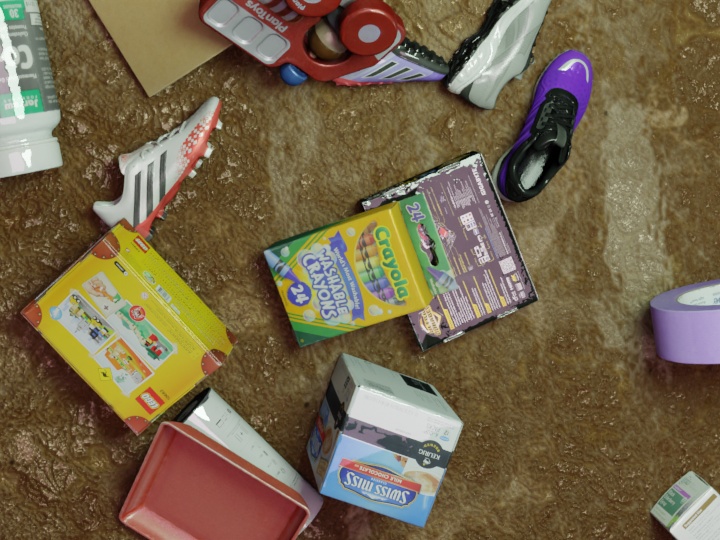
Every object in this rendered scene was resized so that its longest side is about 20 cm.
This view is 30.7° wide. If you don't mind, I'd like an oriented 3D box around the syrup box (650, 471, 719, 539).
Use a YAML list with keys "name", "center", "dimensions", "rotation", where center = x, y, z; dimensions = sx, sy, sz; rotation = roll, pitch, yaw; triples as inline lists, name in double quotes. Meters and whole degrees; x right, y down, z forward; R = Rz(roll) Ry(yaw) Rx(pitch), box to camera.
- name: "syrup box"
  center: [0.470, 0.356, 1.671]
  dimensions: [0.200, 0.079, 0.081]
  rotation: [44, 90, -9]

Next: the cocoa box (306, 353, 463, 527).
- name: "cocoa box"
  center: [0.023, 0.195, 1.538]
  dimensions: [0.133, 0.200, 0.132]
  rotation: [20, 95, -9]

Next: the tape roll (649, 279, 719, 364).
- name: "tape roll"
  center: [0.451, 0.056, 1.574]
  dimensions: [0.199, 0.200, 0.066]
  rotation: [-11, 97, -5]

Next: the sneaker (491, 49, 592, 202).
- name: "sneaker"
  center: [0.232, -0.168, 1.572]
  dimensions: [0.069, 0.100, 0.201]
  rotation: [25, 93, -11]

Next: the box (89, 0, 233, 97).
- name: "box"
  center: [-0.233, -0.324, 1.509]
  dimensions: [0.163, 0.021, 0.201]
  rotation: [-27, 101, 23]

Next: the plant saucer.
- name: "plant saucer"
  center: [-0.170, 0.279, 1.552]
  dimensions: [0.199, 0.037, 0.200]
  rotation: [31, 129, 2]

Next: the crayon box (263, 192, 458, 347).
- name: "crayon box"
  center: [0.000, 0.000, 1.555]
  dimensions: [0.199, 0.052, 0.126]
  rotation: [-18, 99, 16]

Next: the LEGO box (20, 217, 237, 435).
- name: "LEGO box"
  center: [-0.267, 0.066, 1.529]
  dimensions: [0.149, 0.077, 0.200]
  rotation: [-38, 100, 21]

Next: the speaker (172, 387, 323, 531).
- name: "speaker"
  center: [-0.138, 0.237, 1.585]
  dimensions: [0.081, 0.081, 0.200]
  rotation: [-45, 100, 0]

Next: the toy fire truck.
- name: "toy fire truck"
  center: [-0.058, -0.285, 1.457]
  dimensions: [0.200, 0.113, 0.168]
  rotation: [31, 127, -34]

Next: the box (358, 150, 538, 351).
- name: "box"
  center: [0.108, -0.024, 1.601]
  dimensions: [0.159, 0.049, 0.201]
  rotation: [-24, 99, -1]

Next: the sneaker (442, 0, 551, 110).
- name: "sneaker"
  center: [0.184, -0.282, 1.576]
  dimensions: [0.079, 0.074, 0.200]
  rotation: [36, 97, -18]

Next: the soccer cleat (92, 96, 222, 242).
- name: "soccer cleat"
  center: [-0.236, -0.128, 1.541]
  dimensions: [0.085, 0.069, 0.200]
  rotation: [33, 96, -13]

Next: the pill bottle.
- name: "pill bottle"
  center: [-0.404, -0.209, 1.487]
  dimensions: [0.112, 0.113, 0.201]
  rotation: [-11, 98, -5]

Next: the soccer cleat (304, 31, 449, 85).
- name: "soccer cleat"
  center: [0.005, -0.249, 1.562]
  dimensions: [0.199, 0.068, 0.074]
  rotation: [14, 111, -8]
